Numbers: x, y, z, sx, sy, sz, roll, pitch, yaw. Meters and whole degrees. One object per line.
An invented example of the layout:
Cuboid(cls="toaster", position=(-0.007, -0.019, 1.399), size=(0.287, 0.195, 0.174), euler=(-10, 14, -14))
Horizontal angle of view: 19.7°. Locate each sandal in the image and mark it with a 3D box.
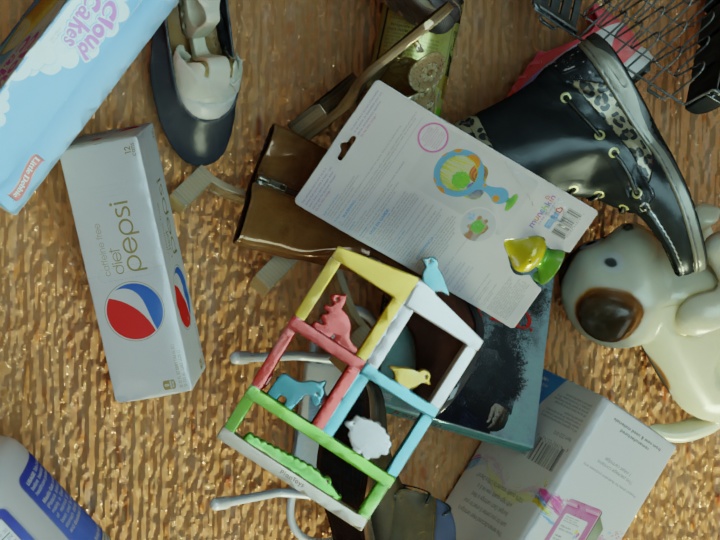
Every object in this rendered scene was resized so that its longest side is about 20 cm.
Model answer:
Cuboid(cls="sandal", position=(0.027, -0.130, 1.569), size=(0.070, 0.212, 0.078), euler=(52, 53, -6))

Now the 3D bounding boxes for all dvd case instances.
Cuboid(cls="dvd case", position=(0.085, 0.032, 1.666), size=(0.145, 0.022, 0.201), euler=(18, 66, -20))

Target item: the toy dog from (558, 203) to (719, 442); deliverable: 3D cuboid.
Cuboid(cls="toy dog", position=(0.258, 0.033, 1.721), size=(0.199, 0.140, 0.194), euler=(27, 119, -21))

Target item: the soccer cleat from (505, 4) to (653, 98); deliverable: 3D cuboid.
Cuboid(cls="soccer cleat", position=(0.145, -0.134, 1.686), size=(0.200, 0.068, 0.073), euler=(-39, 88, -11))

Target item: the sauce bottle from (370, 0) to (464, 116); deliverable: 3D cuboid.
Cuboid(cls="sauce bottle", position=(0.048, -0.197, 1.639), size=(0.064, 0.065, 0.201), euler=(11, 95, -20))

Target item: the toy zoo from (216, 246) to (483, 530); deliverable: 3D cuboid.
Cuboid(cls="toy zoo", position=(0.000, 0.074, 1.542), size=(0.131, 0.020, 0.200), euler=(32, 90, -1))

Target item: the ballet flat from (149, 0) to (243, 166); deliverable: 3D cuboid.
Cuboid(cls="ballet flat", position=(-0.125, -0.177, 1.580), size=(0.073, 0.073, 0.201), euler=(-8, 100, -18))

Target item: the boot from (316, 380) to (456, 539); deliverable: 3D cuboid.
Cuboid(cls="boot", position=(0.023, 0.173, 1.617), size=(0.097, 0.075, 0.201), euler=(-7, 107, -34))

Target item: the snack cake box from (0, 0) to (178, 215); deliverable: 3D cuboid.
Cuboid(cls="snack cake box", position=(-0.229, -0.144, 1.526), size=(0.067, 0.115, 0.200), euler=(38, 84, -20))

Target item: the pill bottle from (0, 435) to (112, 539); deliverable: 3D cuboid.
Cuboid(cls="pill bottle", position=(-0.271, 0.196, 1.562), size=(0.112, 0.112, 0.200), euler=(-43, 108, -9))

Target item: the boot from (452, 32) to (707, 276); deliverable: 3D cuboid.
Cuboid(cls="boot", position=(0.167, -0.063, 1.616), size=(0.153, 0.073, 0.204), euler=(-28, 98, 0))

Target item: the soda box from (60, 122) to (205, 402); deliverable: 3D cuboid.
Cuboid(cls="soda box", position=(-0.173, -0.006, 1.581), size=(0.063, 0.068, 0.201), euler=(-11, 102, 7))

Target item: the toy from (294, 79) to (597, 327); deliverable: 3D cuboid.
Cuboid(cls="toy", position=(0.064, -0.054, 1.559), size=(0.200, 0.047, 0.115), euler=(31, 110, -12))

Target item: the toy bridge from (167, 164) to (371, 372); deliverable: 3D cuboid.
Cuboid(cls="toy bridge", position=(-0.057, -0.009, 1.617), size=(0.200, 0.027, 0.067), euler=(44, 67, 1))

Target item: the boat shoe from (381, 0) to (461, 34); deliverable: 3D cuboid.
Cuboid(cls="boat shoe", position=(0.014, -0.269, 1.583), size=(0.073, 0.075, 0.200), euler=(-41, 86, -6))

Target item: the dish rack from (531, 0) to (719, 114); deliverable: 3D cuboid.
Cuboid(cls="dish rack", position=(0.227, -0.225, 1.669), size=(0.200, 0.055, 0.154), euler=(29, 53, -19))

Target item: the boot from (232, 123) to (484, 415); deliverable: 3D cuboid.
Cuboid(cls="boot", position=(0.000, 0.000, 1.581), size=(0.199, 0.068, 0.189), euler=(20, 69, -20))

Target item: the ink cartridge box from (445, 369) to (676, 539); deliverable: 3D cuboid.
Cuboid(cls="ink cartridge box", position=(0.144, 0.192, 1.683), size=(0.085, 0.144, 0.200), euler=(34, 86, -23))

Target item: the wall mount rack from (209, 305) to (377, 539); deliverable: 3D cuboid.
Cuboid(cls="wall mount rack", position=(-0.037, 0.128, 1.650), size=(0.173, 0.075, 0.201), euler=(6, 95, -20))
